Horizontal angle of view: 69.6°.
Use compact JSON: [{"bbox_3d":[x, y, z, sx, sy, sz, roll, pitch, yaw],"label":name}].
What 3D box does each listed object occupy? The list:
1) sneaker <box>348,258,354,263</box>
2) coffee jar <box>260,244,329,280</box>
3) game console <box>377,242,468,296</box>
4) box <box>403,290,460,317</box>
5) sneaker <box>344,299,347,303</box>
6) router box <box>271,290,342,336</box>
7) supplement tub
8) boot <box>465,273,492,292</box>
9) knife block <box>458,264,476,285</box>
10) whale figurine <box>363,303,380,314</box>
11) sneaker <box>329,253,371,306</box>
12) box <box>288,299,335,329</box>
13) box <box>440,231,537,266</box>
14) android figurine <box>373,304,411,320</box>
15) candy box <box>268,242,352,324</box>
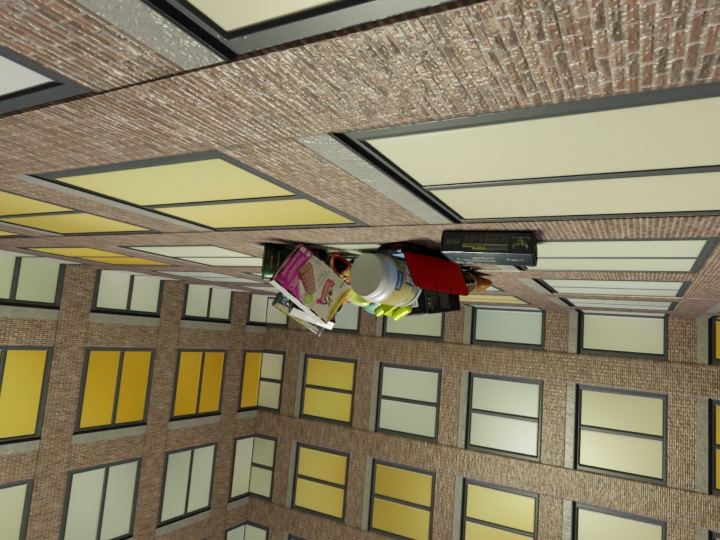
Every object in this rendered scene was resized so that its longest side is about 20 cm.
[{"bbox_3d":[0.000,0.000,1.653,0.198,0.083,0.073,-17,-170,-1],"label":"sneaker"},{"bbox_3d":[-0.193,-0.015,1.540,0.198,0.106,0.085,6,171,-12],"label":"coffee jar"},{"bbox_3d":[0.163,0.001,1.367,0.198,0.120,0.172,10,171,-37],"label":"game console"},{"bbox_3d":[0.240,0.104,1.846,0.199,0.106,0.147,-1,172,-43],"label":"box"},{"bbox_3d":[-0.135,0.122,1.844,0.198,0.078,0.073,-6,179,-24],"label":"sneaker"},{"bbox_3d":[-0.175,0.108,1.710,0.199,0.062,0.150,35,129,-6],"label":"router box"},{"bbox_3d":[0.076,0.026,1.520,0.144,0.146,0.199,-1,171,40],"label":"supplement tub"},{"bbox_3d":[0.383,0.047,1.749,0.154,0.078,0.200,9,175,-22],"label":"boot"},{"bbox_3d":[0.263,0.017,1.653,0.174,0.065,0.200,9,172,-25],"label":"knife block"},{"bbox_3d":[0.025,0.072,1.809,0.200,0.104,0.159,41,-159,7],"label":"whale figurine"},{"bbox_3d":[-0.035,0.027,1.572,0.200,0.078,0.090,46,164,14],"label":"sneaker"},{"bbox_3d":[-0.149,0.082,1.581,0.142,0.036,0.201,23,-149,-21],"label":"box"},{"bbox_3d":[0.292,-0.047,1.162,0.198,0.052,0.158,2,172,21],"label":"box"},{"bbox_3d":[0.114,0.062,1.651,0.041,0.183,0.200,18,134,-43],"label":"android figurine"},{"bbox_3d":[-0.139,0.039,1.465,0.200,0.137,0.061,41,161,-17],"label":"candy box"}]
